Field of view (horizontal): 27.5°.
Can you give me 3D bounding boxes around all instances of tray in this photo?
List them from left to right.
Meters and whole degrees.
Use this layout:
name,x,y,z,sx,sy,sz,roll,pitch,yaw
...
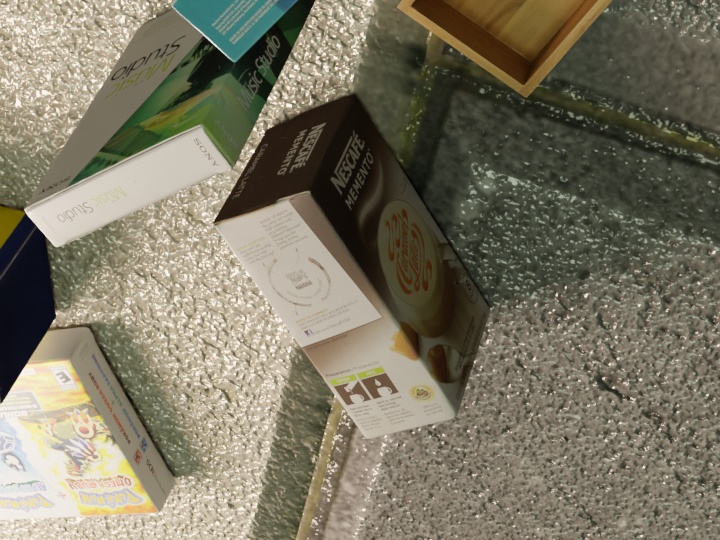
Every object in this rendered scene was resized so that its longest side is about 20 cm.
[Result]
name,x,y,z,sx,sy,sz,roll,pitch,yaw
tray,0.116,-0.200,0.848,0.098,0.037,0.200,33,131,-9

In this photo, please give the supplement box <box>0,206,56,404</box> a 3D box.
name,x,y,z,sx,sy,sz,roll,pitch,yaw
supplement box,-0.353,0.011,1.141,0.199,0.110,0.109,11,132,10

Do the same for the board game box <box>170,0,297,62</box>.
name,x,y,z,sx,sy,sz,roll,pitch,yaw
board game box,-0.008,-0.217,0.766,0.047,0.201,0.151,40,130,-16

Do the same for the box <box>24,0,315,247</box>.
name,x,y,z,sx,sy,sz,roll,pitch,yaw
box,-0.109,-0.109,0.892,0.144,0.201,0.036,-21,123,32

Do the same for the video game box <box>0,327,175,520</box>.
name,x,y,z,sx,sy,sz,roll,pitch,yaw
video game box,-0.285,0.138,1.268,0.199,0.047,0.183,-7,128,24

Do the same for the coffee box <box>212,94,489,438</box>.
name,x,y,z,sx,sy,sz,roll,pitch,yaw
coffee box,0.000,0.000,1.005,0.079,0.115,0.200,-17,122,31
